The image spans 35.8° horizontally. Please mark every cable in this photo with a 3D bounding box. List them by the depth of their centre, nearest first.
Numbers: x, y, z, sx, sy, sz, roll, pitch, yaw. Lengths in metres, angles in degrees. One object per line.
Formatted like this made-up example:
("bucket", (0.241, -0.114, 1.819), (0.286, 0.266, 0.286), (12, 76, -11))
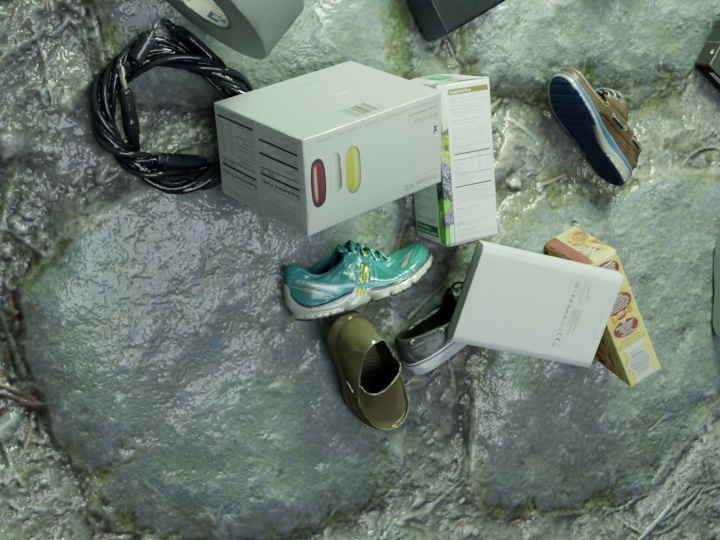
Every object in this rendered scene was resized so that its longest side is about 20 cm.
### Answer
("cable", (-0.195, -0.164, 1.224), (0.200, 0.051, 0.163), (42, 79, -31))

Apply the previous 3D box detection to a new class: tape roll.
("tape roll", (-0.154, -0.304, 1.128), (0.200, 0.200, 0.066), (41, 83, -29))

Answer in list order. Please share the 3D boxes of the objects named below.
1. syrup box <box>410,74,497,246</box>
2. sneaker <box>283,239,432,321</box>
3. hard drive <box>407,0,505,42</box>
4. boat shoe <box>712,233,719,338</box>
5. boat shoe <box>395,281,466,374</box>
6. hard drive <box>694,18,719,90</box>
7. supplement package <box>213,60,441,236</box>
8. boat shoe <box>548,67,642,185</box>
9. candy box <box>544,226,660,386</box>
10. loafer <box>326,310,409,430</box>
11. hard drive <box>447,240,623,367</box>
("syrup box", (0.113, -0.140, 1.383), (0.081, 0.079, 0.201), (-14, 108, -25))
("sneaker", (0.000, 0.000, 1.359), (0.199, 0.077, 0.080), (-19, 101, -24))
("hard drive", (0.102, -0.392, 1.339), (0.135, 0.042, 0.201), (-32, 115, -19))
("boat shoe", (0.581, 0.010, 1.680), (0.065, 0.072, 0.201), (-11, 108, -31))
("boat shoe", (0.127, 0.051, 1.446), (0.200, 0.070, 0.066), (-36, 118, -9))
("hard drive", (0.580, -0.342, 1.616), (0.139, 0.038, 0.201), (33, 86, -30))
("supplement package", (-0.033, -0.140, 1.226), (0.200, 0.155, 0.111), (-25, 127, -35))
("boat shoe", (0.317, -0.206, 1.491), (0.072, 0.072, 0.200), (-51, 129, -15))
("candy box", (0.331, 0.048, 1.520), (0.055, 0.115, 0.201), (-29, 115, -7))
("loafer", (0.016, 0.138, 1.384), (0.076, 0.067, 0.200), (-40, 132, -14))
("hard drive", (0.222, 0.045, 1.413), (0.199, 0.026, 0.132), (12, 108, -17))
